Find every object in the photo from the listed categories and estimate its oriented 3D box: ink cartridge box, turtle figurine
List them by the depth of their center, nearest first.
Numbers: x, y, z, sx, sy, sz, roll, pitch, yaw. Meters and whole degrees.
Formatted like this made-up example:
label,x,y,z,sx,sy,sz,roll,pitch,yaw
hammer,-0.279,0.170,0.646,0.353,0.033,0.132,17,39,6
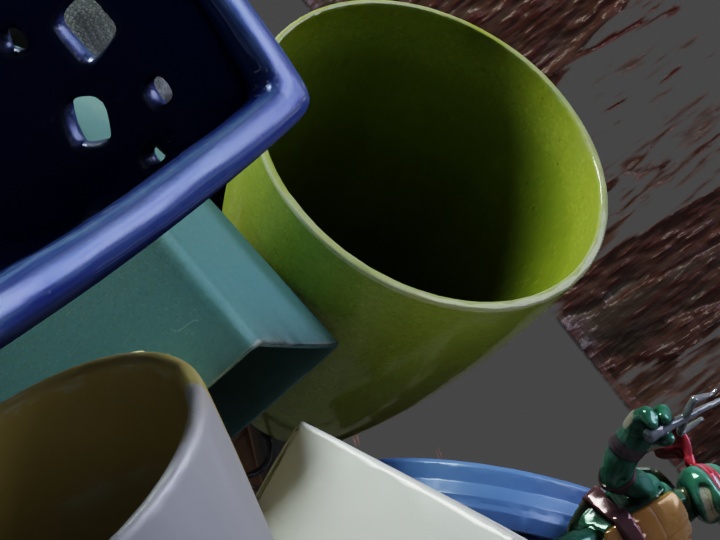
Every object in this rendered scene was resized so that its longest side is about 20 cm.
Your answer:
label,x,y,z,sx,sy,sz,roll,pitch,yaw
ink cartridge box,0.059,0.155,0.877,0.200,0.086,0.147,35,-8,-40
turtle figurine,0.155,0.155,1.164,0.150,0.199,0.101,58,-17,-6

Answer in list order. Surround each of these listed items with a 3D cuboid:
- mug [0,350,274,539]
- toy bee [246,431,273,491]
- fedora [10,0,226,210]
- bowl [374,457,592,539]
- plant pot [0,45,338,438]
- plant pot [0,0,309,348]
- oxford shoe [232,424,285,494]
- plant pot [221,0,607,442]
label,x,y,z,sx,sy,sz,roll,pitch,yaw
mug,-0.072,0.123,0.751,0.149,0.187,0.154,-4,-53,46
toy bee,0.006,0.166,1.133,0.200,0.108,0.132,38,60,-27
fedora,-0.150,-0.091,1.126,0.091,0.201,0.201,2,50,-52
bowl,0.076,0.156,1.291,0.200,0.199,0.040,39,57,-58
plant pot,-0.136,-0.001,0.941,0.201,0.141,0.141,52,9,10
plant pot,-0.171,-0.056,0.703,0.201,0.179,0.200,52,44,-3
oxford shoe,-0.071,0.078,1.209,0.071,0.071,0.201,-46,118,-54
plant pot,0.000,0.000,1.081,0.185,0.200,0.188,14,49,-16
